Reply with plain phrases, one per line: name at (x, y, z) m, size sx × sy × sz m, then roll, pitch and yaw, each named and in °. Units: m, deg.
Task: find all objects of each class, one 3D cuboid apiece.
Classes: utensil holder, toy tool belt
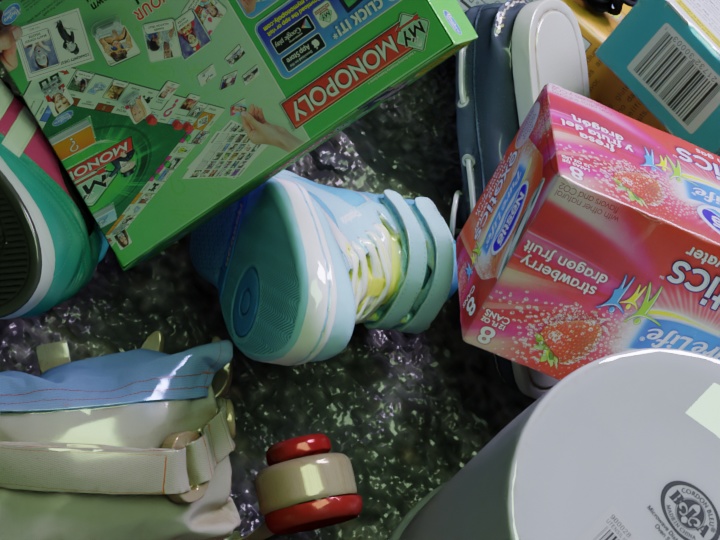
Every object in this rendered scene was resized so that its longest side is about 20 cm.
utensil holder at (0.109, 0.141, 1.084) m, size 0.169 × 0.200 × 0.170 m, roll 7°, pitch 65°, yaw -15°
toy tool belt at (-0.103, 0.069, 1.096) m, size 0.199 × 0.125 × 0.123 m, roll -8°, pitch 78°, yaw -20°

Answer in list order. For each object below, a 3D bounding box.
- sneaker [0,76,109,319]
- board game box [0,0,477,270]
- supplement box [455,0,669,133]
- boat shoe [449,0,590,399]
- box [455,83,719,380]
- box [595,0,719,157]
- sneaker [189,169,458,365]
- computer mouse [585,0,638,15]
sneaker at (-0.177, -0.065, 1.132) m, size 0.084 × 0.121 × 0.200 m, roll -30°, pitch 77°, yaw 15°
board game box at (-0.063, -0.106, 1.060) m, size 0.135 × 0.200 × 0.029 m, roll 59°, pitch 28°, yaw 2°
supplement box at (0.126, -0.098, 1.259) m, size 0.200 × 0.069 × 0.067 m, roll 44°, pitch 28°, yaw 4°
boat shoe at (0.076, -0.036, 1.214) m, size 0.075 × 0.062 × 0.201 m, roll -12°, pitch 100°, yaw -50°
box at (0.154, 0.008, 1.127) m, size 0.200 × 0.100 × 0.096 m, roll 23°, pitch 29°, yaw -13°
box at (0.200, -0.114, 1.247) m, size 0.082 × 0.049 × 0.200 m, roll 48°, pitch 29°, yaw 12°
sneaker at (0.000, 0.000, 1.131) m, size 0.130 × 0.200 × 0.080 m, roll 13°, pitch 106°, yaw -18°
computer mouse at (0.137, -0.198, 1.308) m, size 0.141 × 0.046 × 0.200 m, roll 50°, pitch 40°, yaw 14°
